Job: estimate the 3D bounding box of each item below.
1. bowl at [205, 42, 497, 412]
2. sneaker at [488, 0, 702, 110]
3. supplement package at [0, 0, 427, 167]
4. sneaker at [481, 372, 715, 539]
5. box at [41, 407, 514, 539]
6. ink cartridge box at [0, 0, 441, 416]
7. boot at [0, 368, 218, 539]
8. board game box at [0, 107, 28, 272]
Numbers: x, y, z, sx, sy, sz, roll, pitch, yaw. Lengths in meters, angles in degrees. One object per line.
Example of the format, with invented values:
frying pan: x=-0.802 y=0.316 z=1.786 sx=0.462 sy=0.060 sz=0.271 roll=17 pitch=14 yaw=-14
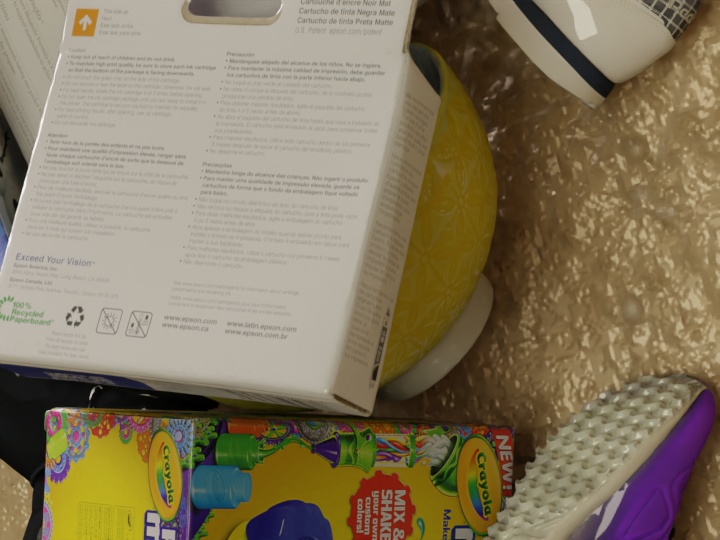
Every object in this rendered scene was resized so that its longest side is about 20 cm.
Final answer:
bowl: x=0.000 y=0.000 z=1.317 sx=0.200 sy=0.200 sz=0.108 roll=-34 pitch=116 yaw=29
sneaker: x=0.078 y=-0.171 z=1.304 sx=0.080 sy=0.076 sz=0.200 roll=-42 pitch=75 yaw=14
supplement package: x=-0.077 y=-0.134 z=1.335 sx=0.200 sy=0.114 sz=0.110 roll=-34 pitch=75 yaw=30
sneaker: x=0.112 y=0.143 z=1.282 sx=0.200 sy=0.100 sz=0.070 roll=-52 pitch=24 yaw=-12
box: x=-0.040 y=0.167 z=1.292 sx=0.122 sy=0.192 sz=0.200 roll=0 pitch=87 yaw=51
ink cartridge box: x=-0.063 y=-0.043 z=1.227 sx=0.199 sy=0.041 sz=0.200 roll=6 pitch=77 yaw=33
boot: x=-0.166 y=0.120 z=1.392 sx=0.200 sy=0.076 sz=0.168 roll=5 pitch=78 yaw=33
board game box: x=-0.193 y=-0.071 z=1.396 sx=0.043 sy=0.200 sz=0.199 roll=-22 pitch=79 yaw=7
